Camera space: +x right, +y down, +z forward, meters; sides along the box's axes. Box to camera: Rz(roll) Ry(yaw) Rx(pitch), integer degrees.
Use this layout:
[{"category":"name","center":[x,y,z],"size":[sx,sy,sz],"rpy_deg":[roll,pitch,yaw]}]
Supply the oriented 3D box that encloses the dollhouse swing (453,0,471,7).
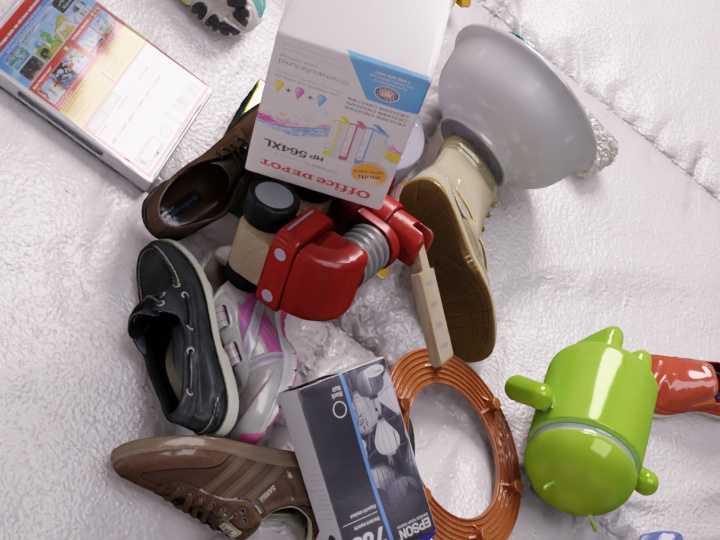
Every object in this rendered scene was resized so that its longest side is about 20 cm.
[{"category":"dollhouse swing","center":[0.002,-0.389,1.579],"size":[0.198,0.175,0.185],"rpy_deg":[-12,113,-37]}]

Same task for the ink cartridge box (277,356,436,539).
[{"category":"ink cartridge box","center":[0.004,0.185,1.185],"size":[0.099,0.039,0.203],"rpy_deg":[-18,92,-36]}]

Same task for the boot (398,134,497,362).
[{"category":"boot","center":[0.106,-0.025,1.410],"size":[0.202,0.072,0.156],"rpy_deg":[69,25,-17]}]

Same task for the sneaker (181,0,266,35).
[{"category":"sneaker","center":[-0.174,-0.324,1.418],"size":[0.201,0.077,0.080],"rpy_deg":[50,30,-6]}]

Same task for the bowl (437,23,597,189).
[{"category":"bowl","center":[0.147,-0.154,1.465],"size":[0.090,0.201,0.201],"rpy_deg":[-44,92,-14]}]

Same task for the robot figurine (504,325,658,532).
[{"category":"robot figurine","center":[0.229,0.154,1.370],"size":[0.175,0.115,0.202],"rpy_deg":[39,50,-20]}]

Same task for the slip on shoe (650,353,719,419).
[{"category":"slip on shoe","center":[0.360,0.124,1.510],"size":[0.197,0.061,0.075],"rpy_deg":[10,61,-27]}]

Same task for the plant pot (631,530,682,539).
[{"category":"plant pot","center":[0.260,0.360,1.229],"size":[0.179,0.200,0.201],"rpy_deg":[36,51,-3]}]

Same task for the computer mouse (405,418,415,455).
[{"category":"computer mouse","center":[0.039,0.205,1.263],"size":[0.139,0.046,0.202],"rpy_deg":[27,53,-17]}]

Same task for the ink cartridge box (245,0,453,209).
[{"category":"ink cartridge box","center":[-0.012,-0.156,1.149],"size":[0.127,0.201,0.127],"rpy_deg":[17,55,-3]}]

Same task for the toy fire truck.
[{"category":"toy fire truck","center":[0.000,0.000,1.223],"size":[0.199,0.130,0.176],"rpy_deg":[34,40,15]}]

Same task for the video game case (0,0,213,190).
[{"category":"video game case","center":[-0.250,-0.184,1.311],"size":[0.199,0.017,0.144],"rpy_deg":[37,51,-11]}]

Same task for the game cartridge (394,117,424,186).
[{"category":"game cartridge","center":[0.002,-0.147,1.390],"size":[0.132,0.041,0.200],"rpy_deg":[34,23,-4]}]

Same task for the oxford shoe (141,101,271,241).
[{"category":"oxford shoe","center":[-0.106,-0.094,1.250],"size":[0.200,0.084,0.073],"rpy_deg":[-41,99,-10]}]

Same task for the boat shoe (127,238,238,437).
[{"category":"boat shoe","center":[-0.166,0.053,1.180],"size":[0.065,0.074,0.201],"rpy_deg":[7,52,-41]}]

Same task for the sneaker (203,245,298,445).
[{"category":"sneaker","center":[-0.110,0.063,1.231],"size":[0.087,0.081,0.202],"rpy_deg":[16,49,-23]}]

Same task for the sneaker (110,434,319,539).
[{"category":"sneaker","center":[-0.113,0.186,1.160],"size":[0.197,0.070,0.077],"rpy_deg":[10,66,-26]}]

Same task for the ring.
[{"category":"ring","center":[0.092,0.167,1.303],"size":[0.199,0.019,0.203],"rpy_deg":[27,51,-39]}]

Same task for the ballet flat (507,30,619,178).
[{"category":"ballet flat","center":[0.216,-0.187,1.589],"size":[0.200,0.072,0.072],"rpy_deg":[45,49,-3]}]

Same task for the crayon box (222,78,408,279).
[{"category":"crayon box","center":[-0.049,-0.079,1.362],"size":[0.199,0.052,0.127],"rpy_deg":[34,51,-12]}]
